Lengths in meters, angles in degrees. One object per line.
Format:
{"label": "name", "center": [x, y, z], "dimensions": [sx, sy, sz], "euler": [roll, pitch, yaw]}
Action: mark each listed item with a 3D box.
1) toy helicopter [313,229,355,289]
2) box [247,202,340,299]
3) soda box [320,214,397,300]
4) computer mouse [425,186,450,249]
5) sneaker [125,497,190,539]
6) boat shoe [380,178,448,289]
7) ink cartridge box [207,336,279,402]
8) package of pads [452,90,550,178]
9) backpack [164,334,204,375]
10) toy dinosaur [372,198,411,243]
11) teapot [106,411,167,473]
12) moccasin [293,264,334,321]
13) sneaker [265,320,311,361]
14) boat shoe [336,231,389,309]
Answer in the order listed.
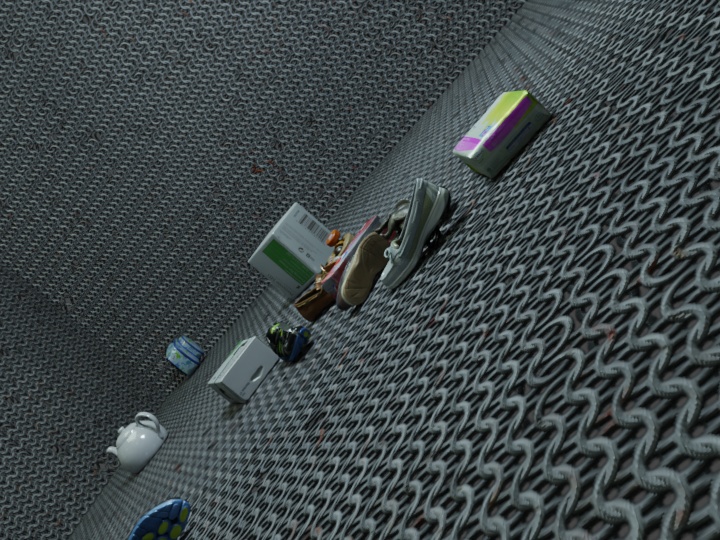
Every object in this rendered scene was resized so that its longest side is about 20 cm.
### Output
{"label": "toy helicopter", "center": [-0.070, -0.005, 1.877], "dimensions": [0.201, 0.079, 0.132], "euler": [-60, 18, 2]}
{"label": "box", "center": [-0.210, -0.062, 2.301], "dimensions": [0.171, 0.199, 0.200], "euler": [-42, 11, 40]}
{"label": "soda box", "center": [-0.001, -0.024, 1.555], "dimensions": [0.200, 0.070, 0.063], "euler": [-54, 11, -31]}
{"label": "computer mouse", "center": [0.143, -0.092, 1.292], "dimensions": [0.059, 0.034, 0.200], "euler": [-59, 9, 34]}
{"label": "sneaker", "center": [-0.373, 0.465, 1.282], "dimensions": [0.200, 0.071, 0.083], "euler": [-49, 15, 20]}
{"label": "boat shoe", "center": [0.082, -0.061, 1.242], "dimensions": [0.202, 0.065, 0.075], "euler": [-62, 9, 23]}
{"label": "ink cartridge box", "center": [-0.293, 0.249, 1.793], "dimensions": [0.147, 0.083, 0.200], "euler": [-53, 11, -20]}
{"label": "package of pads", "center": [0.248, -0.248, 1.287], "dimensions": [0.155, 0.068, 0.200], "euler": [-48, 10, 8]}
{"label": "backpack", "center": [-0.869, 0.415, 3.561], "dimensions": [0.147, 0.183, 0.200], "euler": [-50, 14, -1]}
{"label": "toy dinosaur", "center": [0.085, -0.100, 1.439], "dimensions": [0.102, 0.077, 0.200], "euler": [-56, 6, 2]}
{"label": "teapot", "center": [-0.780, 0.595, 2.513], "dimensions": [0.200, 0.146, 0.197], "euler": [-51, 10, -18]}
{"label": "moccasin", "center": [-0.081, 0.033, 1.674], "dimensions": [0.201, 0.078, 0.074], "euler": [-43, 11, 33]}
{"label": "sneaker", "center": [-0.168, 0.153, 1.587], "dimensions": [0.071, 0.083, 0.200], "euler": [-53, 10, -20]}
{"label": "boat shoe", "center": [0.000, 0.000, 1.457], "dimensions": [0.065, 0.072, 0.200], "euler": [-33, 24, 44]}
